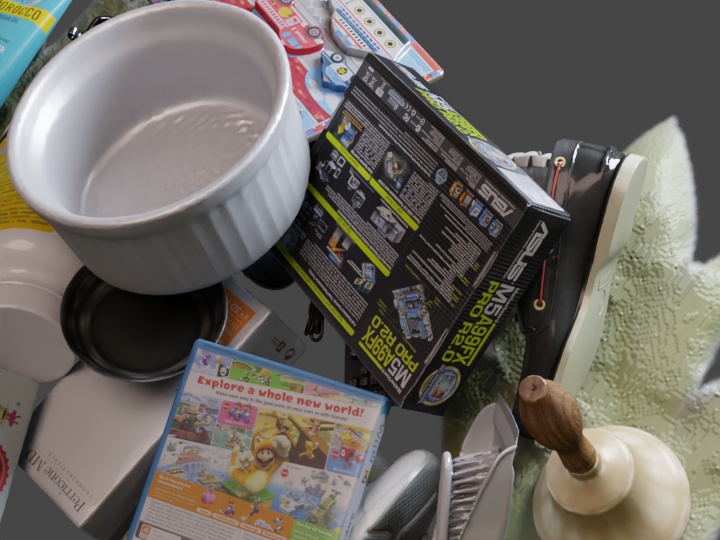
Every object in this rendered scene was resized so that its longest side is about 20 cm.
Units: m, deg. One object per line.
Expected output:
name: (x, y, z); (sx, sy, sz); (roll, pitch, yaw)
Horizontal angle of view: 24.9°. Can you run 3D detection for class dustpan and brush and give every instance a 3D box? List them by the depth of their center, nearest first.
dustpan and brush: (0.056, 0.185, 1.031); (0.057, 0.140, 0.201); (6, 96, -1)

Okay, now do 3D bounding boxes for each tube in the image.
tube: (-0.311, -0.180, 1.391); (0.077, 0.050, 0.201); (19, 68, 21)

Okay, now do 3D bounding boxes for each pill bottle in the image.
pill bottle: (-0.232, -0.020, 1.207); (0.112, 0.113, 0.201); (-10, 45, 17)

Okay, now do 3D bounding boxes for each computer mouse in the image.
computer mouse: (-0.100, -0.062, 1.249); (0.059, 0.034, 0.200); (-38, 57, 1)

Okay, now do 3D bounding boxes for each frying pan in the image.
frying pan: (-0.147, 0.000, 1.144); (0.114, 0.031, 0.191); (3, 55, 0)

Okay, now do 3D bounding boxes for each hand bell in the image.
hand bell: (0.130, 0.107, 0.973); (0.104, 0.200, 0.105); (-9, 61, 17)

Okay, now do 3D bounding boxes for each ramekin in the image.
ramekin: (-0.130, -0.080, 1.110); (0.200, 0.098, 0.201); (-9, 51, 12)

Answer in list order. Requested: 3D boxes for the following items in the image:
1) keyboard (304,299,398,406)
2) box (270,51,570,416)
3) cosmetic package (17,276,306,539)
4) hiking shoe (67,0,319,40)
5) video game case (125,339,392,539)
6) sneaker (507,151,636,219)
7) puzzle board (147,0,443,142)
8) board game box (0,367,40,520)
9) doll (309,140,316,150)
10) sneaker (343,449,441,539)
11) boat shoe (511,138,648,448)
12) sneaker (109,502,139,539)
keyboard: (0.000, 0.000, 1.154); (0.127, 0.021, 0.201); (-13, 70, 45)
box: (0.030, -0.028, 1.085); (0.200, 0.044, 0.161); (48, 115, 42)
cosmetic package: (-0.147, 0.090, 1.169); (0.101, 0.071, 0.200); (37, 83, 32)
hiking shoe: (-0.124, -0.180, 1.286); (0.199, 0.087, 0.075); (-15, 60, 15)
video game case: (-0.075, 0.158, 1.049); (0.143, 0.018, 0.201); (15, 82, 22)
sneaker: (0.096, -0.039, 1.143); (0.199, 0.066, 0.091); (15, 74, 31)
puzzle board: (-0.054, -0.185, 1.240); (0.150, 0.017, 0.200); (-28, 61, -21)
board game box: (-0.328, 0.147, 1.175); (0.200, 0.064, 0.148); (-10, 59, 47)
doll: (-0.063, -0.111, 1.233); (0.199, 0.049, 0.137); (7, 66, 8)
sneaker: (-0.029, 0.186, 1.075); (0.200, 0.070, 0.080); (-46, 55, -4)
boat shoe: (0.130, 0.015, 1.065); (0.063, 0.074, 0.202); (17, 100, 18)
sneaker: (-0.102, 0.168, 1.112); (0.083, 0.072, 0.200); (31, 89, 40)
